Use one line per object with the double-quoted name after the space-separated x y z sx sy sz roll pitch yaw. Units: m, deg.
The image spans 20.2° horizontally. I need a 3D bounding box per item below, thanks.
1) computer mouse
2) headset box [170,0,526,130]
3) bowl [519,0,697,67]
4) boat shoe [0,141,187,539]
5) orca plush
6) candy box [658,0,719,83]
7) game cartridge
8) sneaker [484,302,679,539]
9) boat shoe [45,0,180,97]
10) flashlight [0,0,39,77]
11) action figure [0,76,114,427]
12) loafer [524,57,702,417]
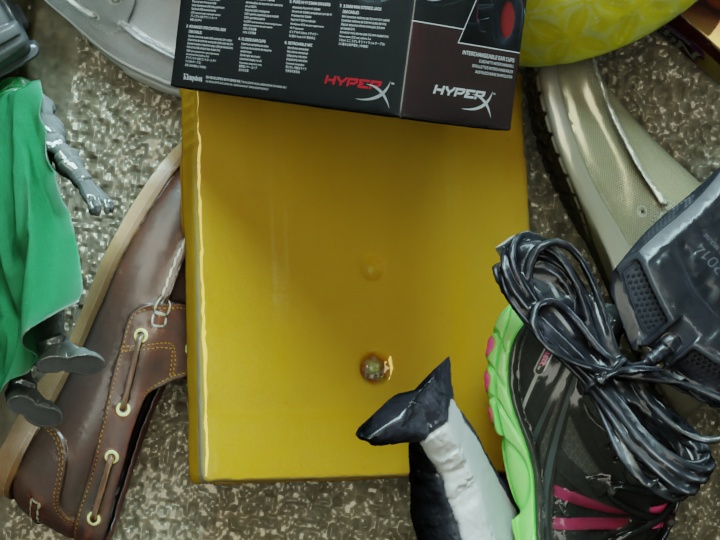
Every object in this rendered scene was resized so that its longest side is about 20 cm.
0.165 -0.001 0.920 0.199 0.053 0.139 -36 85 -15 "computer mouse"
0.001 -0.169 0.872 0.148 0.075 0.202 11 96 44 "headset box"
0.085 -0.206 0.935 0.199 0.108 0.201 -17 53 25 "bowl"
-0.106 0.038 0.992 0.070 0.070 0.201 28 95 13 "boat shoe"
0.037 0.140 0.949 0.071 0.201 0.106 -11 41 25 "orca plush"
0.204 -0.208 1.003 0.117 0.056 0.200 42 87 8 "candy box"
0.000 0.000 0.976 0.175 0.032 0.202 1 82 -21 "game cartridge"
0.117 0.107 0.945 0.083 0.077 0.202 -11 102 25 "sneaker"
-0.129 -0.157 1.011 0.200 0.069 0.072 41 88 7 "boat shoe"
-0.262 -0.089 1.014 0.199 0.068 0.068 -28 82 0 "flashlight"
-0.159 -0.022 0.972 0.118 0.054 0.201 -46 41 34 "action figure"
0.138 -0.031 0.984 0.068 0.076 0.201 -23 93 0 "loafer"
